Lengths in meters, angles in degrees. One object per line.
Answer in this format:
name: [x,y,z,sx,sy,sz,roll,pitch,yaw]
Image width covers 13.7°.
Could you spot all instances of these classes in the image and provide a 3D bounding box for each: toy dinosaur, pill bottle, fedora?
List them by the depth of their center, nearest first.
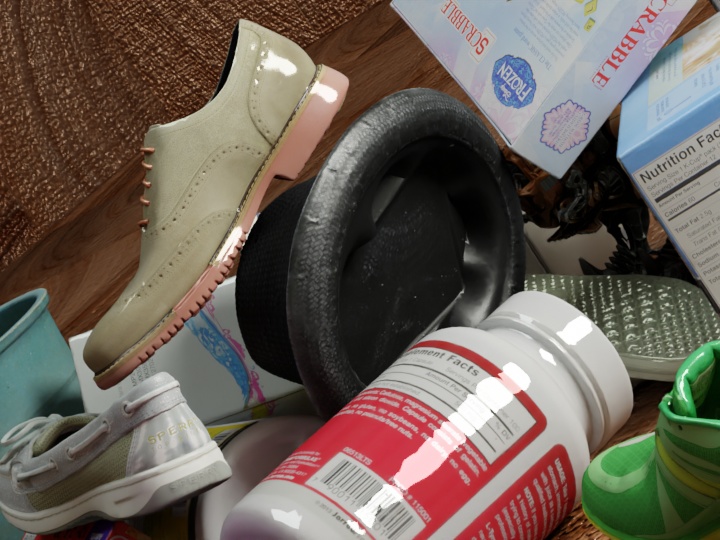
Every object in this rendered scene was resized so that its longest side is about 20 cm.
pill bottle: [0.037,0.100,1.428,0.200,0.113,0.112,-40,11,-29]
fedora: [0.000,0.000,1.536,0.091,0.202,0.201,1,31,36]
pill bottle: [-0.065,0.137,1.594,0.114,0.115,0.200,-39,10,-21]
toy dinosaur: [0.147,-0.052,1.670,0.199,0.137,0.102,-19,3,0]

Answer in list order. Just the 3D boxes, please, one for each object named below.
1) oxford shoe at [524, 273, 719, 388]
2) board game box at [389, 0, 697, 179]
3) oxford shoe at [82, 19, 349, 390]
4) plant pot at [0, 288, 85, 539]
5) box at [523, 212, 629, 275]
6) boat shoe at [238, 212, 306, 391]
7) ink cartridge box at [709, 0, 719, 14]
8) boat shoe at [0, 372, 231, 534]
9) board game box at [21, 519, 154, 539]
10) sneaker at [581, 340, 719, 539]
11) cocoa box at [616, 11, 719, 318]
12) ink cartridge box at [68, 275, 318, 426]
oxford shoe: [0.129,0.041,1.589,0.075,0.058,0.199,-33,22,-31]
board game box: [0.119,-0.177,1.623,0.200,0.041,0.200,-52,31,12]
oxford shoe: [-0.089,-0.033,1.498,0.201,0.074,0.071,-56,11,-13]
plant pot: [-0.216,0.148,1.810,0.200,0.197,0.200,-34,10,7]
box: [0.071,0.008,1.861,0.200,0.078,0.095,-26,12,44]
boat shoe: [0.010,0.040,1.625,0.092,0.201,0.075,-28,-15,-5]
ink cartridge box: [0.261,-0.160,1.651,0.115,0.200,0.068,-29,11,28]
boat shoe: [-0.132,0.091,1.512,0.074,0.065,0.202,-22,5,-27]
board game box: [-0.176,0.226,1.539,0.201,0.046,0.151,-63,18,-16]
sneaker: [0.157,0.067,1.258,0.074,0.084,0.200,-41,11,-32]
cocoa box: [0.219,-0.063,1.533,0.133,0.132,0.200,-33,10,14]
ink cartridge box: [-0.051,0.057,1.746,0.199,0.083,0.146,-20,-17,11]
